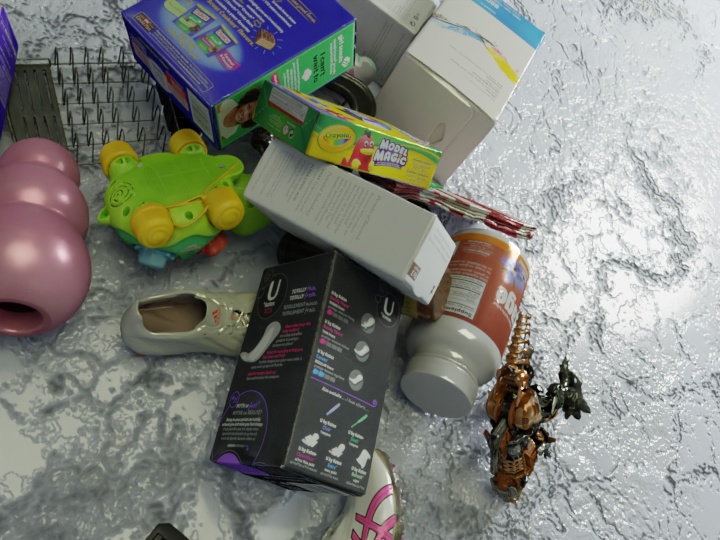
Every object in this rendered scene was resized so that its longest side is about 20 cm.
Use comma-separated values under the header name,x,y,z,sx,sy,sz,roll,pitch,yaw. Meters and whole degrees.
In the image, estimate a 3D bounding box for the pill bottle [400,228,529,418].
name,x,y,z,sx,sy,sz,roll,pitch,yaw
pill bottle,0.118,0.060,0.853,0.111,0.112,0.202,31,57,-6

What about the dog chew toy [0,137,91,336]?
name,x,y,z,sx,sy,sz,roll,pitch,yaw
dog chew toy,-0.315,-0.042,0.710,0.122,0.125,0.203,8,54,-20

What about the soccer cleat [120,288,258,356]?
name,x,y,z,sx,sy,sz,roll,pitch,yaw
soccer cleat,-0.142,0.051,0.760,0.196,0.078,0.071,-4,66,-26

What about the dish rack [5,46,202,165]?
name,x,y,z,sx,sy,sz,roll,pitch,yaw
dish rack,-0.289,-0.188,0.830,0.196,0.055,0.156,-10,69,-28

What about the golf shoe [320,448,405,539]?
name,x,y,z,sx,sy,sz,roll,pitch,yaw
golf shoe,-0.007,0.269,0.714,0.090,0.073,0.204,13,61,-16

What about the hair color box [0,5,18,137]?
name,x,y,z,sx,sy,sz,roll,pitch,yaw
hair color box,-0.420,-0.172,0.745,0.107,0.065,0.204,0,65,-7

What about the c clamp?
name,x,y,z,sx,sy,sz,roll,pitch,yaw
c clamp,-0.067,-0.187,0.873,0.168,0.027,0.203,22,63,-12

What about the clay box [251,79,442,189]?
name,x,y,z,sx,sy,sz,roll,pitch,yaw
clay box,-0.002,-0.139,0.786,0.197,0.048,0.115,7,22,-42

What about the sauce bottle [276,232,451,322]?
name,x,y,z,sx,sy,sz,roll,pitch,yaw
sauce bottle,0.000,0.000,0.812,0.196,0.067,0.067,17,54,21

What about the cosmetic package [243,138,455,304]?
name,x,y,z,sx,sy,sz,roll,pitch,yaw
cosmetic package,-0.010,-0.049,0.743,0.197,0.102,0.075,27,85,23

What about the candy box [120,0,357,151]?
name,x,y,z,sx,sy,sz,roll,pitch,yaw
candy box,-0.129,-0.254,0.817,0.199,0.077,0.169,-37,70,-20

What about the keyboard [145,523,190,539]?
name,x,y,z,sx,sy,sz,roll,pitch,yaw
keyboard,-0.130,0.322,0.652,0.199,0.040,0.104,40,55,0

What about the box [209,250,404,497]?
name,x,y,z,sx,sy,sz,roll,pitch,yaw
box,-0.048,0.101,0.720,0.105,0.121,0.204,30,63,-36

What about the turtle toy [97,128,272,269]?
name,x,y,z,sx,sy,sz,roll,pitch,yaw
turtle toy,-0.178,-0.069,0.788,0.197,0.102,0.146,-15,49,-27

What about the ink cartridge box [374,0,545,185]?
name,x,y,z,sx,sy,sz,roll,pitch,yaw
ink cartridge box,0.124,-0.255,0.994,0.143,0.147,0.201,35,55,-4

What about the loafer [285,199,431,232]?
name,x,y,z,sx,sy,sz,roll,pitch,yaw
loafer,0.009,-0.061,0.889,0.196,0.071,0.074,-2,65,-25

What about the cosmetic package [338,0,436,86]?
name,x,y,z,sx,sy,sz,roll,pitch,yaw
cosmetic package,-0.012,-0.362,1.009,0.199,0.113,0.082,37,55,-5

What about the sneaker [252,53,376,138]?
name,x,y,z,sx,sy,sz,roll,pitch,yaw
sneaker,-0.043,-0.184,0.932,0.197,0.078,0.142,-24,78,-22

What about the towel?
name,x,y,z,sx,sy,sz,roll,pitch,yaw
towel,0.103,-0.086,0.917,0.196,0.144,0.023,16,102,-22

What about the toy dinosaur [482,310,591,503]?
name,x,y,z,sx,sy,sz,roll,pitch,yaw
toy dinosaur,0.181,0.150,0.813,0.101,0.203,0.135,34,35,29
